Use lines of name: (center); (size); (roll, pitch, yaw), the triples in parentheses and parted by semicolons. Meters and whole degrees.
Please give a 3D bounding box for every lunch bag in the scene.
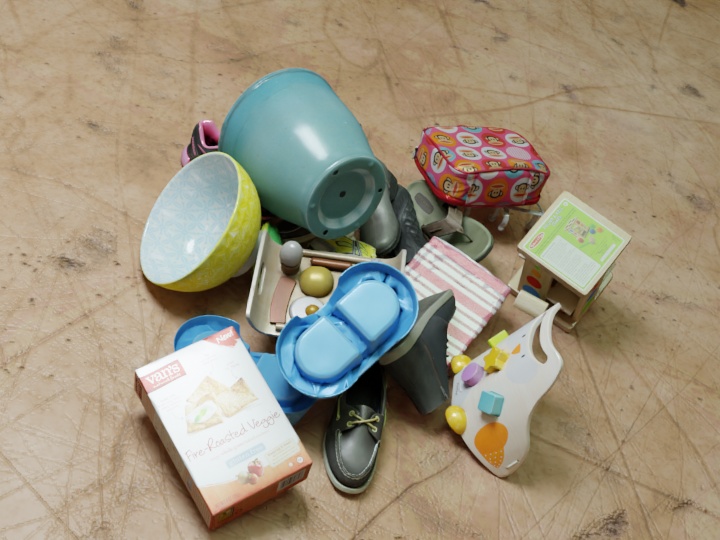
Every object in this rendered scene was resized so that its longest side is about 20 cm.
lunch bag: (0.189, -0.179, 1.773); (0.198, 0.083, 0.177); (-1, 38, -26)

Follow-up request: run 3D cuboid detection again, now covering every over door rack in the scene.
over door rack: (0.228, -0.126, 1.850); (0.146, 0.067, 0.201); (12, 35, -11)

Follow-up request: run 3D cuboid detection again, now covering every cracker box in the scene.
cracker box: (-0.163, 0.181, 1.285); (0.133, 0.058, 0.201); (-24, 67, -24)

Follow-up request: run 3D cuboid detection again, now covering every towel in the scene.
towel: (0.111, 0.053, 1.589); (0.146, 0.030, 0.200); (35, 60, 13)

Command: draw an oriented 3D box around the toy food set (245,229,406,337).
toy food set: (-0.043, 0.019, 1.452); (0.197, 0.061, 0.145); (7, 55, 1)

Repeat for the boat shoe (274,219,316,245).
boat shoe: (-0.077, -0.091, 1.656); (0.072, 0.066, 0.200); (4, 23, 30)

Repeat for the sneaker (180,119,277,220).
sneaker: (-0.190, -0.156, 1.670); (0.199, 0.096, 0.079); (37, 40, 16)

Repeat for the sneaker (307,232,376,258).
sneaker: (0.000, 0.000, 1.558); (0.076, 0.076, 0.200); (-33, 48, -13)

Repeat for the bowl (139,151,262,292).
bowl: (-0.198, -0.049, 1.503); (0.107, 0.200, 0.201); (33, 27, -39)

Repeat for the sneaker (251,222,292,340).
sneaker: (-0.100, 0.022, 1.532); (0.083, 0.074, 0.201); (-5, 56, -26)

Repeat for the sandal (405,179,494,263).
sandal: (0.128, -0.077, 1.730); (0.201, 0.080, 0.057); (44, 1, 34)

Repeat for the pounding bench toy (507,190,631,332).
pounding bench toy: (0.290, 0.018, 1.659); (0.124, 0.156, 0.200); (36, 68, 16)

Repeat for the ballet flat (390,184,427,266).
ballet flat: (0.067, -0.062, 1.725); (0.057, 0.066, 0.201); (48, 20, -42)

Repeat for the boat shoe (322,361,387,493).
boat shoe: (-0.004, 0.188, 1.393); (0.071, 0.061, 0.202); (15, 40, -8)

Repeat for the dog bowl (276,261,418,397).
dog bowl: (-0.017, 0.079, 1.369); (0.200, 0.050, 0.111); (-42, 77, -18)

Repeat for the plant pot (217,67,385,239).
plant pot: (-0.068, -0.148, 1.532); (0.198, 0.202, 0.188); (-13, 44, -35)

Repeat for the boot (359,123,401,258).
boot: (0.003, -0.123, 1.681); (0.131, 0.067, 0.201); (52, 26, -39)

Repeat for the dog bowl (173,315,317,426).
dog bowl: (-0.148, 0.134, 1.398); (0.198, 0.050, 0.112); (25, 39, 4)

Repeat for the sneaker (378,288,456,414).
sneaker: (0.093, 0.109, 1.497); (0.107, 0.074, 0.200); (59, 37, -12)

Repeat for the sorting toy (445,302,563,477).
sorting toy: (0.207, 0.132, 1.446); (0.106, 0.180, 0.201); (31, 37, -16)
